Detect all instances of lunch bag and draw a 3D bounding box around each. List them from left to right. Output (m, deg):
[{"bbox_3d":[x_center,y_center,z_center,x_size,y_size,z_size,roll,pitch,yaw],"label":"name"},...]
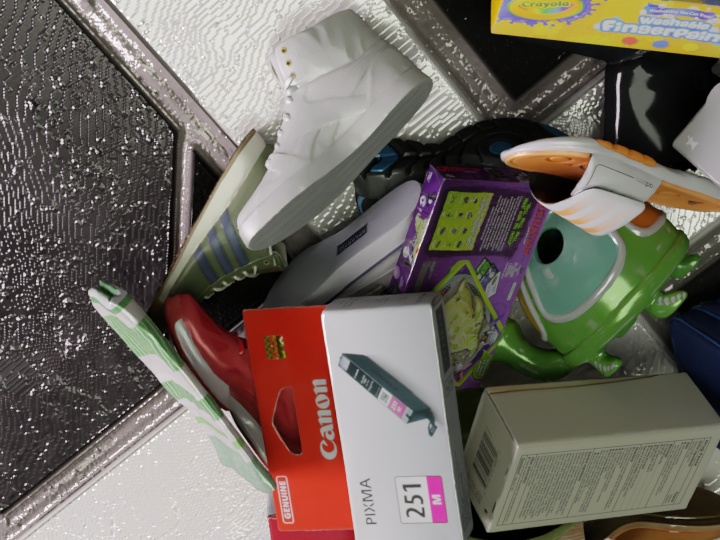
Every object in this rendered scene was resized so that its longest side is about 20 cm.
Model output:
[{"bbox_3d":[0.352,0.094,1.124,0.131,0.200,0.137,-23,111,-12],"label":"lunch bag"}]

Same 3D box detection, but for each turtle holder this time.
[{"bbox_3d":[0.190,0.008,1.121,0.132,0.141,0.186,42,139,1],"label":"turtle holder"}]

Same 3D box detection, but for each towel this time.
[{"bbox_3d":[-0.151,0.094,1.078,0.023,0.152,0.201,-39,103,-14],"label":"towel"}]

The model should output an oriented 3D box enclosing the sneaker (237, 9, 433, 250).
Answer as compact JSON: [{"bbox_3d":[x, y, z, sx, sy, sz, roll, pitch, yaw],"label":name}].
[{"bbox_3d":[-0.049,-0.119,1.062,0.200,0.074,0.116,-45,76,-1],"label":"sneaker"}]

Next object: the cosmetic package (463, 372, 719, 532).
[{"bbox_3d":[0.193,0.151,1.097,0.198,0.073,0.104,-2,128,-23],"label":"cosmetic package"}]

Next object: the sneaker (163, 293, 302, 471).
[{"bbox_3d":[-0.075,0.076,1.118,0.115,0.079,0.201,-32,119,4],"label":"sneaker"}]

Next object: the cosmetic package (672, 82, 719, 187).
[{"bbox_3d":[0.341,-0.099,1.039,0.090,0.199,0.107,47,111,26],"label":"cosmetic package"}]

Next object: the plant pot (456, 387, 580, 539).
[{"bbox_3d":[0.087,0.241,1.192,0.198,0.201,0.191,9,126,-6],"label":"plant pot"}]

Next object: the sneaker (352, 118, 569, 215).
[{"bbox_3d":[0.092,-0.076,1.113,0.198,0.074,0.083,-5,126,8],"label":"sneaker"}]

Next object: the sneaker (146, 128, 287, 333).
[{"bbox_3d":[-0.106,-0.015,1.122,0.089,0.067,0.201,30,106,-8],"label":"sneaker"}]

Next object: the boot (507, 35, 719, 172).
[{"bbox_3d":[0.210,-0.158,1.069,0.196,0.073,0.164,-9,109,-7],"label":"boot"}]

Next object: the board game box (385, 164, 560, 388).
[{"bbox_3d":[0.079,0.010,1.060,0.119,0.032,0.202,3,120,-30],"label":"board game box"}]

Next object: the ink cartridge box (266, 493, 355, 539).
[{"bbox_3d":[-0.034,0.279,1.192,0.083,0.176,0.202,-5,113,1],"label":"ink cartridge box"}]

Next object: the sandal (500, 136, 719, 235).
[{"bbox_3d":[0.204,-0.055,1.010,0.205,0.079,0.060,12,79,-23],"label":"sandal"}]

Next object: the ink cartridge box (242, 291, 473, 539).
[{"bbox_3d":[-0.008,0.123,1.039,0.172,0.044,0.202,-5,102,17],"label":"ink cartridge box"}]

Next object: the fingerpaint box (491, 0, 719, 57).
[{"bbox_3d":[0.201,-0.257,0.983,0.198,0.073,0.169,5,69,-5],"label":"fingerpaint box"}]

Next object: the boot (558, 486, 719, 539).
[{"bbox_3d":[0.268,0.294,1.262,0.198,0.077,0.157,-10,111,5],"label":"boot"}]

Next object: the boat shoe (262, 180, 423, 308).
[{"bbox_3d":[0.000,0.000,1.100,0.199,0.072,0.066,-38,120,26],"label":"boat shoe"}]
